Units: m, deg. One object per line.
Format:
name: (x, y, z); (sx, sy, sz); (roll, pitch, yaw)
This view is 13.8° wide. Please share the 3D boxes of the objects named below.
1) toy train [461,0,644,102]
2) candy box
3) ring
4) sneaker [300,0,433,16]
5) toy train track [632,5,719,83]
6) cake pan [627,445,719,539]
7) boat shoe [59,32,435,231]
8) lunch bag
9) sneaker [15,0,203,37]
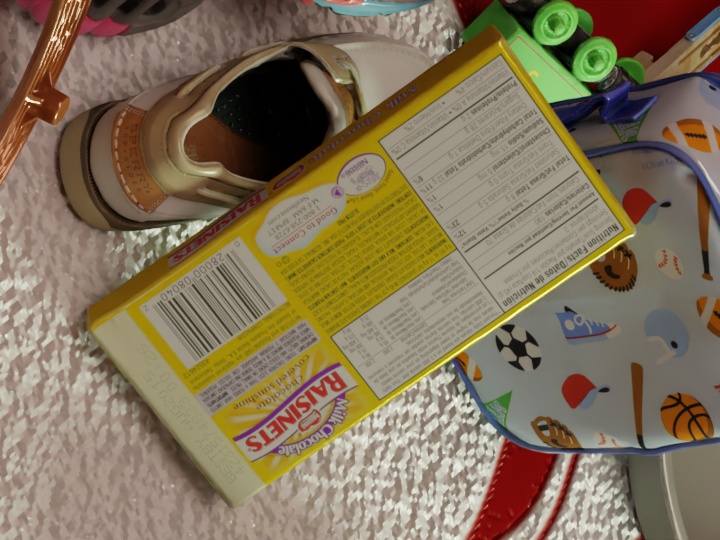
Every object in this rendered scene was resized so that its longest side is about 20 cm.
toy train: (0.121, -0.065, 1.380); (0.056, 0.042, 0.200); (-44, 127, 9)
candy box: (0.000, 0.000, 1.177); (0.102, 0.199, 0.026); (53, 7, -25)
ring: (-0.131, -0.060, 1.054); (0.019, 0.201, 0.201); (28, 56, 6)
sneaker: (-0.010, -0.163, 1.172); (0.199, 0.095, 0.080); (27, 66, -38)
toy train track: (0.186, -0.140, 1.466); (0.200, 0.032, 0.115); (-41, 148, -33)
cake pan: (0.198, 0.090, 1.438); (0.199, 0.037, 0.202); (10, 75, -43)
boat shoe: (-0.028, -0.057, 1.223); (0.199, 0.068, 0.075); (-22, 98, -44)
lunch bag: (0.112, -0.004, 1.257); (0.076, 0.199, 0.161); (-42, 111, -41)
sneaker: (-0.132, -0.164, 1.148); (0.200, 0.079, 0.096); (32, 42, -41)
